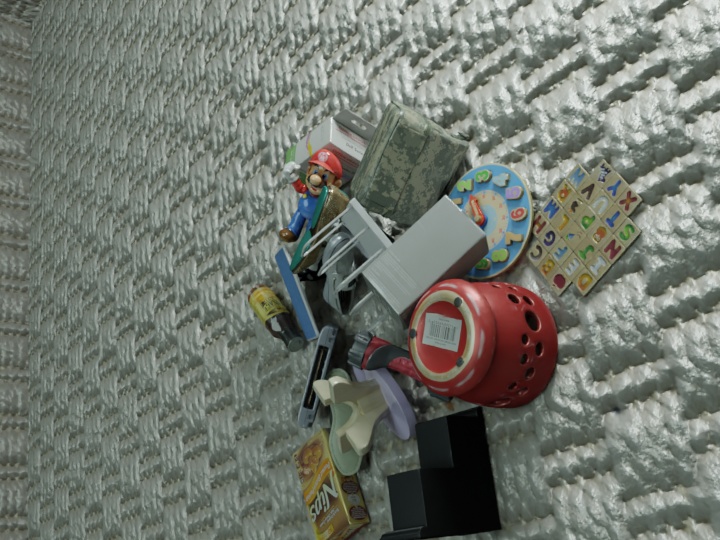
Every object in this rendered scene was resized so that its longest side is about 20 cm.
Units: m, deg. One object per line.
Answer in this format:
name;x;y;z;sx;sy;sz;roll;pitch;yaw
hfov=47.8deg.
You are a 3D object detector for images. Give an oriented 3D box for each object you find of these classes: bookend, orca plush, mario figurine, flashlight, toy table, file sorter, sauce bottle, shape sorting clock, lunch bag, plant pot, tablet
bookend;0.119;0.327;1.314;0.091;0.197;0.203;-25;65;42
orca plush;-0.086;0.011;1.719;0.071;0.105;0.199;50;137;-2
mario figurine;-0.100;-0.143;1.622;0.106;0.121;0.204;42;116;59
flashlight;0.075;0.172;1.426;0.197;0.068;0.069;24;108;15
toy table;0.003;0.247;1.488;0.199;0.115;0.187;37;144;54
file sorter;0.000;0.000;1.473;0.201;0.124;0.139;50;169;2
sauce bottle;-0.187;0.108;1.822;0.200;0.065;0.067;44;115;42
shape sorting clock;0.214;-0.086;1.409;0.198;0.039;0.205;-13;72;48
lunch bag;0.092;-0.182;1.479;0.203;0.165;0.140;-64;15;14
plant pot;0.186;0.117;1.296;0.198;0.180;0.206;-10;77;48
tablet;-0.134;0.050;1.715;0.204;0.013;0.130;68;164;2

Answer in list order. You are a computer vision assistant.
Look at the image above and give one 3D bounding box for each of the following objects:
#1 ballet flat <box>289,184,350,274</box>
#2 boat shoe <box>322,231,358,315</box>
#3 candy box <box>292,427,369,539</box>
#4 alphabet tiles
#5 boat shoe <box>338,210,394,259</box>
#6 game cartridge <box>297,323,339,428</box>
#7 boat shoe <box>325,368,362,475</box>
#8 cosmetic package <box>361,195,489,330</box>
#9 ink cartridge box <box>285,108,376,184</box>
ballet flat;-0.075;-0.069;1.583;0.071;0.064;0.202;-103;35;-55
boat shoe;-0.031;0.009;1.621;0.067;0.073;0.202;45;153;28
candy box;-0.061;0.430;1.612;0.116;0.054;0.203;-46;50;35
alphabet tiles;0.347;-0.065;1.276;0.201;0.006;0.168;-54;47;27
boat shoe;0.000;-0.095;1.634;0.200;0.072;0.069;50;123;42
game cartridge;-0.085;0.209;1.642;0.133;0.041;0.205;-173;98;-87
boat shoe;-0.028;0.298;1.600;0.070;0.061;0.206;-9;76;6
cosmetic package;0.110;-0.014;1.355;0.199;0.090;0.107;-39;65;-6
ink cartridge box;-0.055;-0.242;1.690;0.198;0.116;0.069;-29;48;43
